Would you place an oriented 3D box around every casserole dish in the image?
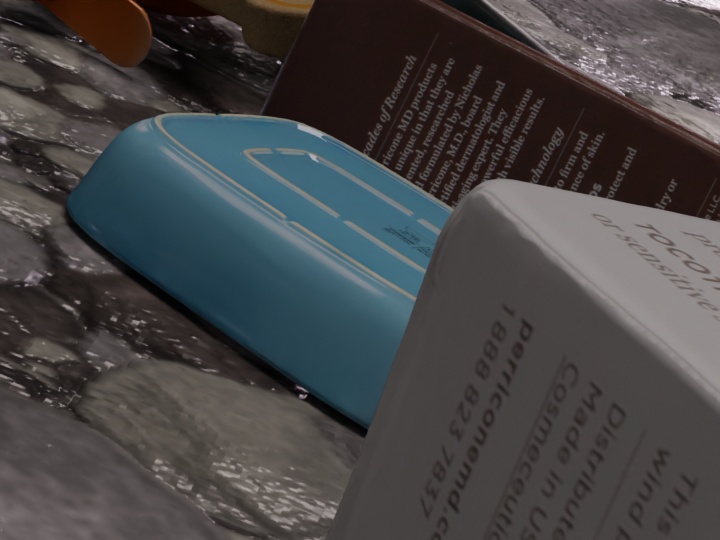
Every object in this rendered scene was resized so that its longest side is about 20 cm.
[{"bbox_3d":[0.000,0.000,0.863,0.200,0.039,0.121,34,22,32],"label":"casserole dish"}]

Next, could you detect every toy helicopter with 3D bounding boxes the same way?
[{"bbox_3d":[-0.069,-0.117,1.054,0.132,0.079,0.200,-10,25,-31],"label":"toy helicopter"}]

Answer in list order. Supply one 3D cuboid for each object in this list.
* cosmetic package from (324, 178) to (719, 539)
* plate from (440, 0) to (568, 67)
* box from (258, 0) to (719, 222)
[{"bbox_3d":[0.104,0.106,0.458,0.200,0.168,0.166,10,20,-34],"label":"cosmetic package"},{"bbox_3d":[0.045,-0.090,1.120,0.200,0.026,0.200,39,3,-2],"label":"plate"},{"bbox_3d":[0.074,-0.028,0.948,0.200,0.075,0.100,32,8,27],"label":"box"}]
